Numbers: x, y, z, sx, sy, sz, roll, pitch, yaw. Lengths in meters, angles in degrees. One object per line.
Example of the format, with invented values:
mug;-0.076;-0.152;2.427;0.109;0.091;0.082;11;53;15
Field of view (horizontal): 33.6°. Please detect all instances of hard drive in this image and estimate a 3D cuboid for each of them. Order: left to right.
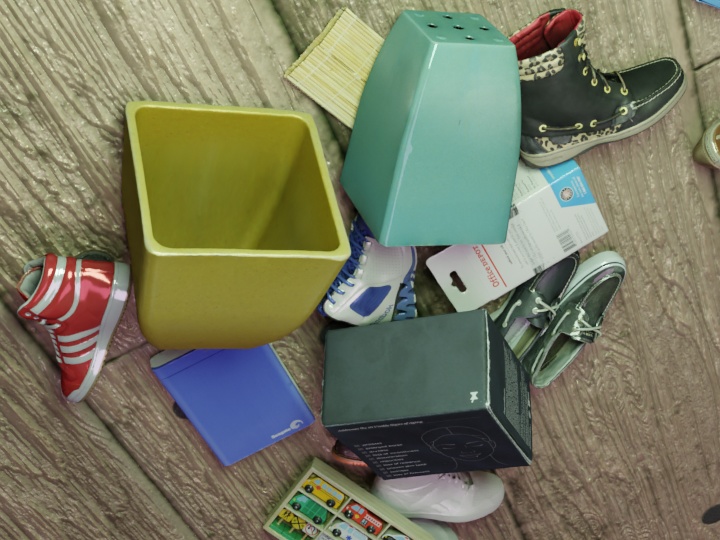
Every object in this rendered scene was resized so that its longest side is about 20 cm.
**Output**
hard drive;-0.150;0.146;1.437;0.131;0.025;0.201;-26;132;1

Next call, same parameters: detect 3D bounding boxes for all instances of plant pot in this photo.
plant pot;-0.143;-0.025;1.196;0.193;0.196;0.201;0;140;-21
plant pot;0.078;-0.148;1.192;0.139;0.142;0.202;-1;121;-21

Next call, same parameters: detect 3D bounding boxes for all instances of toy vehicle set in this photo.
toy vehicle set;-0.016;0.351;1.597;0.199;0.027;0.125;34;114;-7

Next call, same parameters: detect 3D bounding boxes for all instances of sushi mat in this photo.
sushi mat;0.019;-0.182;1.235;0.096;0.012;0.199;-44;130;15

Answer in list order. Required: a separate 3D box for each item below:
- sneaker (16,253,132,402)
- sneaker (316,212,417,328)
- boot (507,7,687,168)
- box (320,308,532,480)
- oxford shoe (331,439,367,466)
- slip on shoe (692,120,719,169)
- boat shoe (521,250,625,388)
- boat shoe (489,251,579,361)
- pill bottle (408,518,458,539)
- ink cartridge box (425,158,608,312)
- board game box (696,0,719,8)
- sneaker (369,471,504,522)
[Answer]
sneaker;-0.320;0.059;1.271;0.111;0.072;0.201;12;129;-21
sneaker;0.000;0.001;1.336;0.114;0.081;0.201;-16;134;-10
boot;0.243;-0.208;1.263;0.198;0.074;0.151;-23;133;7
box;0.082;0.150;1.393;0.197;0.126;0.197;-9;152;19
oxford shoe;0.055;0.199;1.543;0.197;0.071;0.074;-12;112;-16
slip on shoe;0.483;-0.159;1.403;0.198;0.077;0.061;-19;173;-16
boat shoe;0.274;0.068;1.502;0.071;0.071;0.201;17;120;-31
boat shoe;0.210;0.052;1.471;0.075;0.061;0.201;15;122;-30
pill bottle;0.054;0.448;1.708;0.111;0.113;0.201;12;123;-28
ink cartridge box;0.170;-0.048;1.368;0.199;0.068;0.116;-31;132;6
board game box;0.462;-0.330;1.263;0.198;0.037;0.152;11;123;-29
sneaker;0.116;0.279;1.617;0.197;0.074;0.117;0;132;-19
